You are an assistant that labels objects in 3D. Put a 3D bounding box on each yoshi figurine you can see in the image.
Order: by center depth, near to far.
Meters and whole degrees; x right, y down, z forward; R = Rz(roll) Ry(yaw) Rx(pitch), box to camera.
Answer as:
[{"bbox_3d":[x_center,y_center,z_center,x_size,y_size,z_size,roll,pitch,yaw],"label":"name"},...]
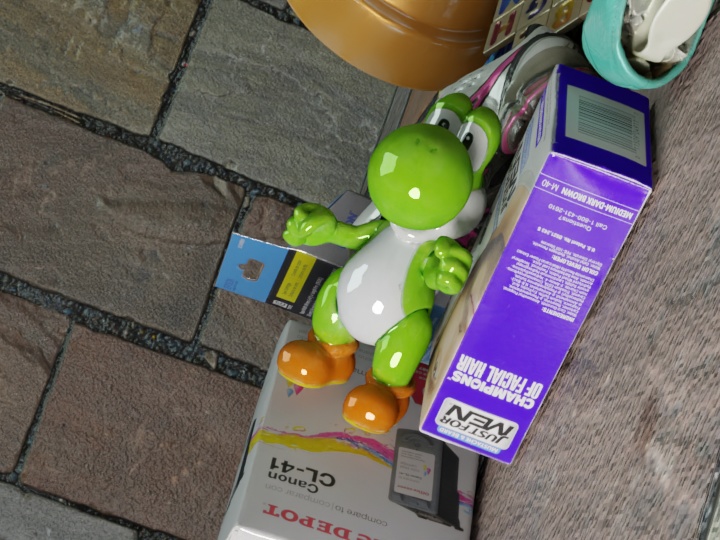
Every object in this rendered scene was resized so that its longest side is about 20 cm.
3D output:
[{"bbox_3d":[0.017,-0.010,1.011,0.112,0.111,0.202,-120,51,-67],"label":"yoshi figurine"}]

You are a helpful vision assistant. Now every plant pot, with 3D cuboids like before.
[{"bbox_3d":[0.058,-0.276,1.339,0.184,0.199,0.201,-52,15,42],"label":"plant pot"}]

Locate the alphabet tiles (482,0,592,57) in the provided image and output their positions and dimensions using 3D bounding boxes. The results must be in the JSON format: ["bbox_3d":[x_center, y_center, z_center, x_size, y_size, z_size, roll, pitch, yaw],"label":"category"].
[{"bbox_3d":[0.155,-0.229,1.179,0.166,0.006,0.201,-29,32,42],"label":"alphabet tiles"}]

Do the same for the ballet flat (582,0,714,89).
[{"bbox_3d":[0.178,-0.181,0.884,0.201,0.067,0.071,-68,29,24],"label":"ballet flat"}]

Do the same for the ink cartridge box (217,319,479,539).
[{"bbox_3d":[-0.005,0.139,1.075,0.201,0.146,0.086,-78,8,-55],"label":"ink cartridge box"}]

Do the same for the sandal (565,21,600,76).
[{"bbox_3d":[0.115,-0.091,1.161,0.201,0.080,0.054,-56,-40,-4],"label":"sandal"}]

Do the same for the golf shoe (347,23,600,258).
[{"bbox_3d":[0.068,-0.074,1.111,0.200,0.073,0.092,-39,43,11],"label":"golf shoe"}]

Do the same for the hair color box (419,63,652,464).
[{"bbox_3d":[0.098,-0.003,0.981,0.110,0.064,0.201,-76,6,-58],"label":"hair color box"}]

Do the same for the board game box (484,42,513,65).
[{"bbox_3d":[0.120,-0.138,1.416,0.152,0.045,0.202,-94,24,-78],"label":"board game box"}]

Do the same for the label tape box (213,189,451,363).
[{"bbox_3d":[0.000,0.000,1.275,0.144,0.198,0.064,124,167,-70],"label":"label tape box"}]
